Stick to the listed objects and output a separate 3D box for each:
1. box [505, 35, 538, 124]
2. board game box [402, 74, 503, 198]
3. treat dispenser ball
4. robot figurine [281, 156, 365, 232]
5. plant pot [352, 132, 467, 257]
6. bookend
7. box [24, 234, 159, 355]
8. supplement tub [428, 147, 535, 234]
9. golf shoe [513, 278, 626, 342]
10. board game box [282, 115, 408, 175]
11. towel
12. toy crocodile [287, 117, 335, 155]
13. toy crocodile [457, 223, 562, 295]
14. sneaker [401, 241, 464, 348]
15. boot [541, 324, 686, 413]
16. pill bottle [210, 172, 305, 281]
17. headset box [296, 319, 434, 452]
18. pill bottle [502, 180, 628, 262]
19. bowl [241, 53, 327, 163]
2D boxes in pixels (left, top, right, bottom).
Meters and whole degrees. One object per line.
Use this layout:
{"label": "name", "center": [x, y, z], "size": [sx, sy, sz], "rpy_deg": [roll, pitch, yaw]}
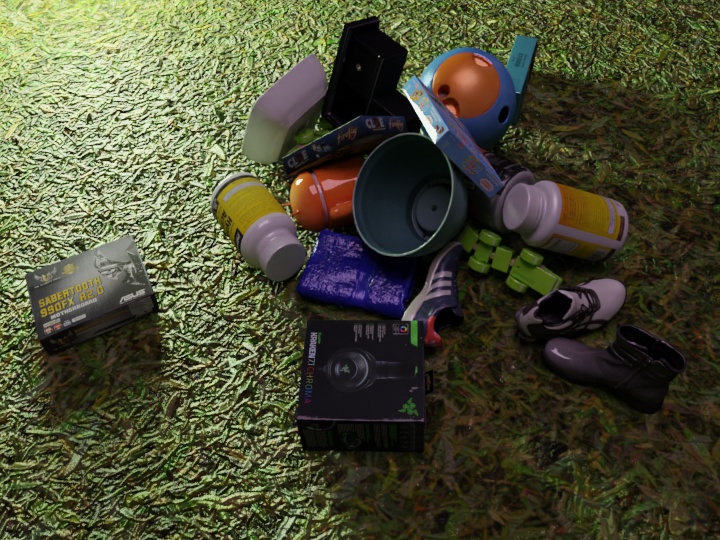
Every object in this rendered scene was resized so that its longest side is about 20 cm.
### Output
{"label": "box", "center": [0.333, -0.409, 1.578], "size": [0.048, 0.083, 0.202], "rpy_deg": [13, 52, 13]}
{"label": "board game box", "center": [0.151, -0.224, 1.222], "size": [0.037, 0.151, 0.202], "rpy_deg": [-41, 36, 17]}
{"label": "treat dispenser ball", "center": [0.203, -0.328, 1.441], "size": [0.196, 0.203, 0.204], "rpy_deg": [-2, 49, 2]}
{"label": "robot figurine", "center": [-0.045, -0.139, 1.359], "size": [0.196, 0.117, 0.146], "rpy_deg": [-18, 67, -12]}
{"label": "plant pot", "center": [0.103, -0.115, 1.253], "size": [0.197, 0.133, 0.205], "rpy_deg": [-7, 79, 36]}
{"label": "bookend", "center": [0.040, -0.330, 1.391], "size": [0.200, 0.201, 0.091], "rpy_deg": [43, 47, 21]}
{"label": "box", "center": [-0.466, 0.038, 1.284], "size": [0.197, 0.049, 0.160], "rpy_deg": [-22, 52, -14]}
{"label": "supplement tub", "center": [0.207, -0.158, 1.339], "size": [0.122, 0.124, 0.199], "rpy_deg": [-36, 46, -24]}
{"label": "golf shoe", "center": [0.344, 0.059, 1.167], "size": [0.196, 0.095, 0.079], "rpy_deg": [-21, 75, -10]}
{"label": "board game box", "center": [-0.028, -0.226, 1.338], "size": [0.198, 0.035, 0.134], "rpy_deg": [-20, -3, 38]}
{"label": "towel", "center": [0.000, 0.000, 1.281], "size": [0.196, 0.050, 0.149], "rpy_deg": [10, 51, 13]}
{"label": "toy crocodile", "center": [-0.075, -0.256, 1.470], "size": [0.061, 0.069, 0.200], "rpy_deg": [13, 39, 33]}
{"label": "toy crocodile", "center": [0.251, -0.017, 1.263], "size": [0.198, 0.069, 0.061], "rpy_deg": [29, 20, 24]}
{"label": "sneaker", "center": [0.143, 0.044, 1.221], "size": [0.083, 0.075, 0.202], "rpy_deg": [20, 64, 21]}
{"label": "boot", "center": [0.373, 0.121, 1.097], "size": [0.197, 0.133, 0.070], "rpy_deg": [21, 54, 20]}
{"label": "pill bottle", "center": [-0.180, -0.076, 1.317], "size": [0.110, 0.113, 0.200], "rpy_deg": [-28, 53, -19]}
{"label": "headset box", "center": [0.012, 0.171, 1.108], "size": [0.195, 0.094, 0.177], "rpy_deg": [1, 50, 4]}
{"label": "pill bottle", "center": [0.342, -0.085, 1.244], "size": [0.196, 0.110, 0.111], "rpy_deg": [12, 46, -21]}
{"label": "bowl", "center": [-0.142, -0.306, 1.468], "size": [0.074, 0.200, 0.200], "rpy_deg": [41, 60, 3]}
